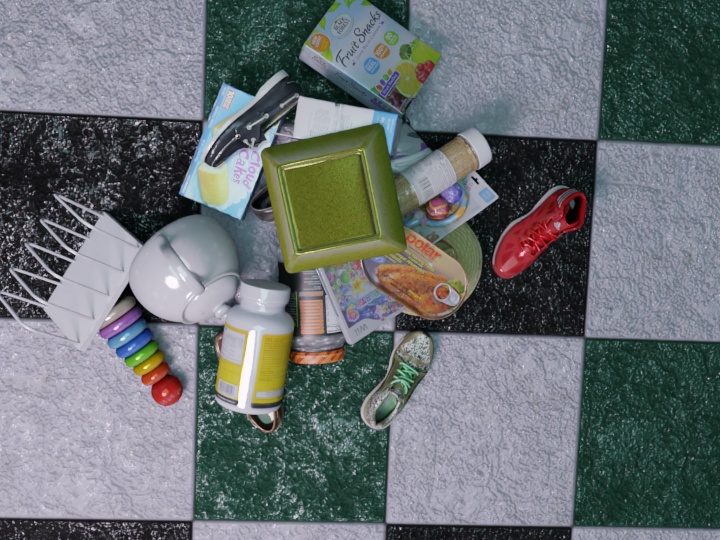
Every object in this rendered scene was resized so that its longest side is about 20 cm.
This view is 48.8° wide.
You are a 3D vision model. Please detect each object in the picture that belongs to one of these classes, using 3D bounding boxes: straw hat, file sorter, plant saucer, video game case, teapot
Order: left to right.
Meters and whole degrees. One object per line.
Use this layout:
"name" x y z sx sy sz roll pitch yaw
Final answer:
"file sorter" -0.475 0.000 1.291 0.138 0.124 0.201 34 93 37
"teapot" -0.267 0.016 1.288 0.146 0.199 0.198 47 127 18
"plant saucer" -0.044 -0.106 1.211 0.198 0.048 0.202 -11 97 9
"video game case" 0.000 0.000 1.314 0.143 0.018 0.201 -31 109 -27
"straw hat" 0.124 -0.007 1.378 0.199 0.085 0.203 0 95 -3

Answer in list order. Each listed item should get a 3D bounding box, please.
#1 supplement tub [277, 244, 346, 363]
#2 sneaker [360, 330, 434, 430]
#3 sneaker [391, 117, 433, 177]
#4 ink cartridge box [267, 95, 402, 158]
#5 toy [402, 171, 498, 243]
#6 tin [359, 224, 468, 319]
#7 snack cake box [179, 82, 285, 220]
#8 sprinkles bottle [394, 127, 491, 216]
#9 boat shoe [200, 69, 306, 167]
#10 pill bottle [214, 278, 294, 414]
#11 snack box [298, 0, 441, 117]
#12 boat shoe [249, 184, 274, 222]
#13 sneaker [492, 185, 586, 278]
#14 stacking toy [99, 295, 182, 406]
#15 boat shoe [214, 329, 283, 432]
"supplement tub" -0.078 0.051 1.351 0.121 0.123 0.202 -2 96 -4
"sneaker" 0.072 0.200 1.390 0.076 0.089 0.201 29 92 -5
"sneaker" 0.017 -0.188 1.366 0.199 0.078 0.140 -34 95 -10
"ink cartridge box" -0.038 -0.232 1.274 0.198 0.116 0.068 11 97 5
"toy" 0.121 -0.111 1.357 0.199 0.047 0.115 -37 56 1
"tin" 0.087 -0.001 1.305 0.199 0.042 0.112 34 98 -17
"snack cake box" -0.214 -0.199 1.348 0.114 0.067 0.201 22 93 -4
"sprinkles bottle" 0.120 -0.159 1.314 0.199 0.068 0.069 -33 96 -10
"boat shoe" -0.172 -0.233 1.278 0.060 0.076 0.200 43 91 -1
"pill bottle" -0.167 0.120 1.279 0.111 0.112 0.202 10 98 -5
"snack box" 0.018 -0.360 1.335 0.199 0.053 0.143 34 69 -5
"boat shoe" -0.098 -0.146 1.341 0.199 0.057 0.067 -31 70 12
"sneaker" 0.309 -0.067 1.369 0.078 0.116 0.201 37 92 -6
"stacking toy" -0.372 0.146 1.364 0.085 0.085 0.201 -33 100 -1
"boat shoe" -0.191 0.193 1.380 0.075 0.072 0.201 -30 96 -1
